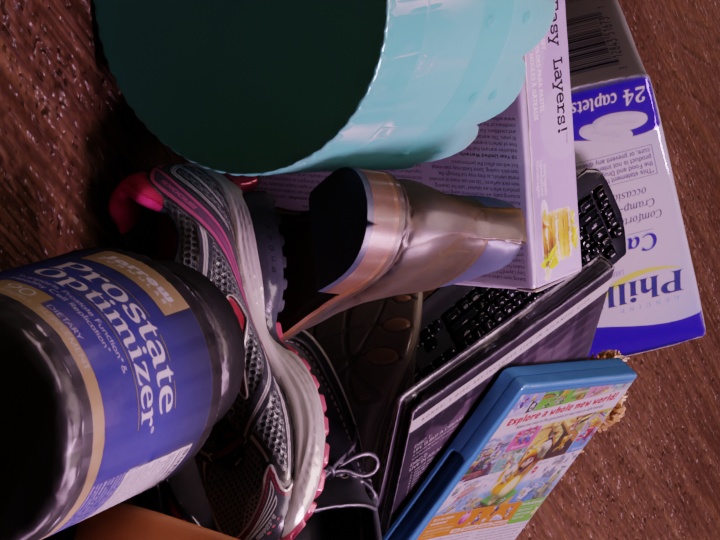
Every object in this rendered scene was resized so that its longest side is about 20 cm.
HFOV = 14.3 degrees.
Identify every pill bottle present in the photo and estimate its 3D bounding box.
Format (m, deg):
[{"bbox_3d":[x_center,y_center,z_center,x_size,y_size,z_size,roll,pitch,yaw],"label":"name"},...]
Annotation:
[{"bbox_3d":[-0.127,0.050,1.236,0.200,0.111,0.112,-22,108,-67],"label":"pill bottle"}]

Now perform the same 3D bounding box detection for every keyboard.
[{"bbox_3d":[0.091,0.034,1.732,0.200,0.040,0.104,-39,134,-13],"label":"keyboard"}]

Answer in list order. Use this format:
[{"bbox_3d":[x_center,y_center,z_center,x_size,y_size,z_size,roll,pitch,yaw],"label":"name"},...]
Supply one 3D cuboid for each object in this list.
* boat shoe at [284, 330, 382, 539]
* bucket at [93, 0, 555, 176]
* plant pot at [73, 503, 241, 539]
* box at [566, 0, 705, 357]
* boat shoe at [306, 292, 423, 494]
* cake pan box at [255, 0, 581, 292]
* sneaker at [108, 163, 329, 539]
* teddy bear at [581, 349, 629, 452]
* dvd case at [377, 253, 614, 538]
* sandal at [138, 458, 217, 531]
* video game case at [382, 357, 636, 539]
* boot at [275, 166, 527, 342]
[{"bbox_3d":[-0.023,0.119,1.497,0.062,0.074,0.201,137,-54,-63],"label":"boat shoe"},{"bbox_3d":[-0.023,-0.141,1.399,0.135,0.207,0.208,-12,100,-55],"label":"bucket"},{"bbox_3d":[-0.058,0.206,1.317,0.200,0.199,0.140,41,67,-61],"label":"plant pot"},{"bbox_3d":[0.140,-0.071,1.853,0.184,0.105,0.201,-99,174,-59],"label":"box"},{"bbox_3d":[-0.009,0.082,1.603,0.073,0.074,0.201,69,35,-61],"label":"boat shoe"},{"bbox_3d":[0.018,-0.088,1.505,0.052,0.199,0.185,-19,108,-51],"label":"cake pan box"},{"bbox_3d":[-0.075,0.045,1.384,0.075,0.081,0.201,2,65,-43],"label":"sneaker"},{"bbox_3d":[0.081,0.094,1.707,0.200,0.145,0.067,-24,70,-33],"label":"teddy bear"},{"bbox_3d":[0.065,0.089,1.554,0.149,0.016,0.200,-34,155,-28],"label":"dvd case"},{"bbox_3d":[-0.077,0.123,1.442,0.075,0.045,0.201,-61,143,-54],"label":"sandal"},{"bbox_3d":[0.061,0.131,1.571,0.200,0.018,0.143,-55,156,19],"label":"video game case"},{"bbox_3d":[0.000,0.000,1.443,0.097,0.200,0.075,4,77,-26],"label":"boot"}]
